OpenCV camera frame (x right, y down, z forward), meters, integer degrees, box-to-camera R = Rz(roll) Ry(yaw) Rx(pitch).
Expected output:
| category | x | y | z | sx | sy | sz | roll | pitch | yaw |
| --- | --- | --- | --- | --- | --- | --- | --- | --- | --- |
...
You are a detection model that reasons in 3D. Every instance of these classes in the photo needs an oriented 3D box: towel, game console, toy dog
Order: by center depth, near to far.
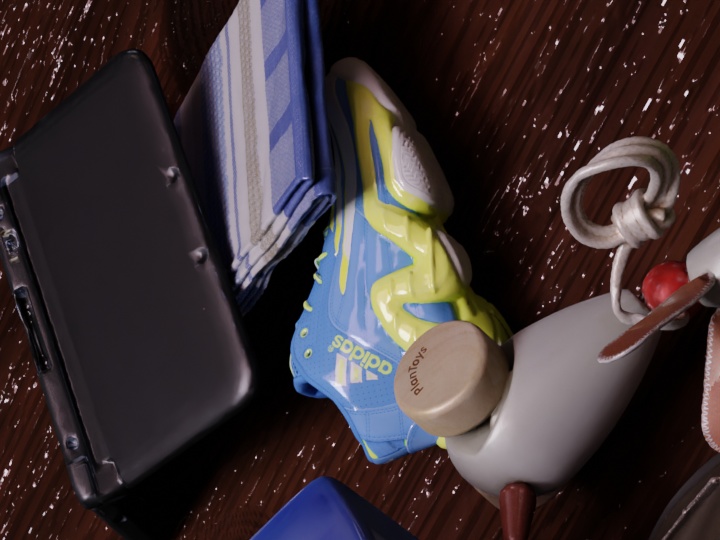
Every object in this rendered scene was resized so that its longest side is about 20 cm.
| category | x | y | z | sx | sy | sz | roll | pitch | yaw |
| --- | --- | --- | --- | --- | --- | --- | --- | --- | --- |
| toy dog | 0.108 | 0.049 | 1.136 | 0.200 | 0.132 | 0.096 | -47 | 38 | 32 |
| towel | -0.053 | -0.058 | 1.314 | 0.200 | 0.024 | 0.147 | 128 | 141 | -58 |
| game console | -0.112 | 0.019 | 1.381 | 0.116 | 0.176 | 0.200 | -21 | 68 | 4 |

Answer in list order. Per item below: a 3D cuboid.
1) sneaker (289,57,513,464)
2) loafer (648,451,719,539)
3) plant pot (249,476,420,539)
| category | x | y | z | sx | sy | sz | roll | pitch | yaw |
| --- | --- | --- | --- | --- | --- | --- | --- | --- | --- |
| sneaker | 0.000 | 0.000 | 1.261 | 0.105 | 0.076 | 0.200 | -27 | 67 | 9 |
| loafer | 0.167 | 0.100 | 1.100 | 0.073 | 0.071 | 0.200 | 35 | 114 | 8 |
| plant pot | 0.007 | 0.239 | 1.108 | 0.200 | 0.200 | 0.180 | -45 | 33 | 4 |
